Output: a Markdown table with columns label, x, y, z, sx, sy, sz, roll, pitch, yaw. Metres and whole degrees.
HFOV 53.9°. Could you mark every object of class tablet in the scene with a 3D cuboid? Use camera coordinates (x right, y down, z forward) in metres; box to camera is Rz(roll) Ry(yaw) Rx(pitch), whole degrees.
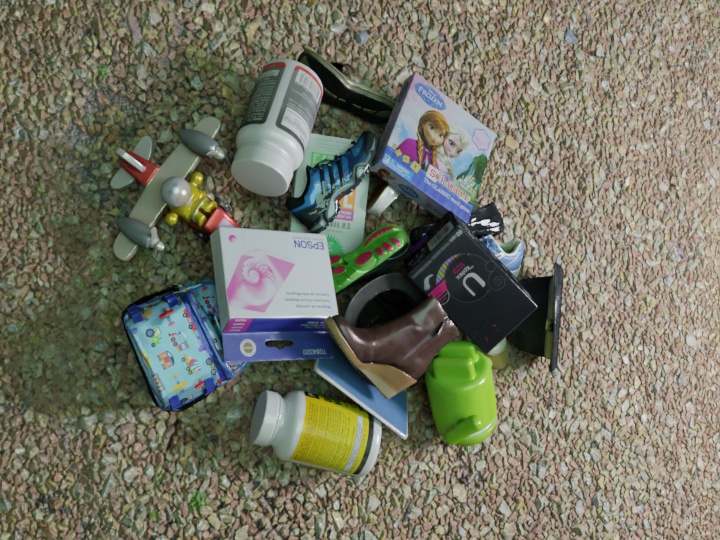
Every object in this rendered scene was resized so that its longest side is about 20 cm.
| label | x | y | z | sx | sy | sz | roll | pitch | yaw |
| --- | --- | --- | --- | --- | --- | --- | --- | --- | --- |
| tablet | 0.004 | 0.191 | 1.192 | 0.199 | 0.131 | 0.014 | 39 | 111 | -13 |

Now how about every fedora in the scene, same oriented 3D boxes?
| label | x | y | z | sx | sy | sz | roll | pitch | yaw |
| --- | --- | --- | --- | --- | --- | --- | --- | --- | --- |
| fedora | 0.037 | 0.097 | 1.217 | 0.176 | 0.090 | 0.202 | -37 | 113 | -16 |
| fedora | 0.327 | 0.084 | 1.317 | 0.090 | 0.200 | 0.204 | 5 | 82 | 16 |

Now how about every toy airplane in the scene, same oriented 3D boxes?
| label | x | y | z | sx | sy | sz | roll | pitch | yaw |
| --- | --- | --- | --- | --- | --- | --- | --- | --- | --- |
| toy airplane | -0.292 | -0.127 | 1.089 | 0.196 | 0.141 | 0.204 | -10 | 94 | -13 |

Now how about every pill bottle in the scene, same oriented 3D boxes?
| label | x | y | z | sx | sy | sz | roll | pitch | yaw |
| --- | --- | --- | --- | --- | --- | --- | --- | --- | --- |
| pill bottle | -0.074 | 0.261 | 1.154 | 0.197 | 0.112 | 0.114 | 18 | 79 | -18 |
| pill bottle | -0.137 | -0.230 | 1.148 | 0.113 | 0.114 | 0.203 | 23 | 63 | -17 |

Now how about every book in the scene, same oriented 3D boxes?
| label | x | y | z | sx | sy | sz | roll | pitch | yaw |
| --- | --- | --- | --- | --- | --- | --- | --- | --- | --- |
| book | -0.056 | -0.128 | 1.234 | 0.131 | 0.048 | 0.204 | 6 | 87 | -18 |

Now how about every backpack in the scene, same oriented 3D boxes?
| label | x | y | z | sx | sy | sz | roll | pitch | yaw |
| --- | --- | --- | --- | --- | --- | --- | --- | --- | --- |
| backpack | -0.247 | 0.103 | 1.093 | 0.198 | 0.134 | 0.185 | -22 | 93 | -21 |

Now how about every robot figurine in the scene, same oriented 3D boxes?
| label | x | y | z | sx | sy | sz | roll | pitch | yaw |
| --- | --- | --- | --- | --- | --- | --- | --- | --- | --- |
| robot figurine | 0.176 | 0.217 | 1.229 | 0.114 | 0.176 | 0.203 | -3 | 122 | 17 |

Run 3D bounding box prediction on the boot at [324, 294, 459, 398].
| label | x | y | z | sx | sy | sz | roll | pitch | yaw |
| --- | --- | --- | --- | --- | --- | --- | --- | --- | --- |
| boot | 0.051 | 0.094 | 1.124 | 0.166 | 0.072 | 0.200 | -43 | 121 | -3 |

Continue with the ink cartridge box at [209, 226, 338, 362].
| label | x | y | z | sx | sy | sz | roll | pitch | yaw |
| --- | --- | --- | --- | --- | --- | --- | --- | --- | --- |
| ink cartridge box | -0.127 | 0.036 | 1.097 | 0.194 | 0.043 | 0.203 | 2 | 68 | -36 |

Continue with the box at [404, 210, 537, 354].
| label | x | y | z | sx | sy | sz | roll | pitch | yaw |
| --- | --- | --- | --- | --- | --- | --- | --- | --- | --- |
| box | 0.182 | 0.019 | 1.194 | 0.200 | 0.106 | 0.122 | 43 | 103 | -13 |

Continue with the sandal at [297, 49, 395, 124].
| label | x | y | z | sx | sy | sz | roll | pitch | yaw |
| --- | --- | --- | --- | --- | --- | --- | --- | --- | --- |
| sandal | -0.025 | -0.326 | 1.250 | 0.199 | 0.080 | 0.058 | 25 | 60 | -23 |

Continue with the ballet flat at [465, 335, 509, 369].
| label | x | y | z | sx | sy | sz | roll | pitch | yaw |
| --- | --- | --- | --- | --- | --- | --- | --- | --- | --- |
| ballet flat | 0.221 | 0.101 | 1.303 | 0.068 | 0.063 | 0.201 | -39 | 99 | -18 |

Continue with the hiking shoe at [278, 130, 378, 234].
| label | x | y | z | sx | sy | sz | roll | pitch | yaw |
| --- | --- | --- | --- | --- | --- | --- | --- | --- | --- |
| hiking shoe | -0.046 | -0.160 | 1.176 | 0.086 | 0.074 | 0.201 | 36 | 80 | -12 |

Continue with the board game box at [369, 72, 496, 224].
| label | x | y | z | sx | sy | sz | roll | pitch | yaw |
| --- | --- | --- | --- | --- | --- | --- | --- | --- | --- |
| board game box | 0.132 | -0.210 | 1.246 | 0.198 | 0.041 | 0.202 | 31 | 64 | -22 |

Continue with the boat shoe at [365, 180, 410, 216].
| label | x | y | z | sx | sy | sz | roll | pitch | yaw |
| --- | --- | --- | --- | --- | --- | --- | --- | --- | --- |
| boat shoe | 0.088 | -0.159 | 1.271 | 0.069 | 0.071 | 0.200 | 47 | 69 | -14 |

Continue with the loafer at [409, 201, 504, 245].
| label | x | y | z | sx | sy | sz | roll | pitch | yaw |
| --- | --- | --- | --- | --- | --- | --- | --- | --- | --- |
| loafer | 0.174 | -0.085 | 1.302 | 0.198 | 0.068 | 0.072 | -11 | 81 | -25 |

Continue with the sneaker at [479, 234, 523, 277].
| label | x | y | z | sx | sy | sz | roll | pitch | yaw |
| --- | --- | --- | --- | --- | --- | --- | --- | --- | --- |
| sneaker | 0.209 | -0.030 | 1.290 | 0.197 | 0.076 | 0.078 | 1 | 123 | -25 |

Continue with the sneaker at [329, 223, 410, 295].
| label | x | y | z | sx | sy | sz | roll | pitch | yaw |
| --- | --- | --- | --- | --- | --- | --- | --- | --- | --- |
| sneaker | 0.000 | 0.000 | 1.196 | 0.198 | 0.084 | 0.078 | -27 | 53 | 15 |
